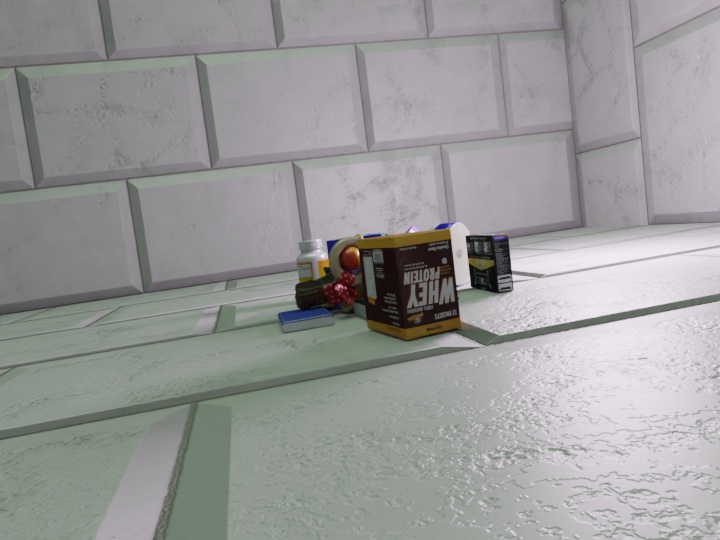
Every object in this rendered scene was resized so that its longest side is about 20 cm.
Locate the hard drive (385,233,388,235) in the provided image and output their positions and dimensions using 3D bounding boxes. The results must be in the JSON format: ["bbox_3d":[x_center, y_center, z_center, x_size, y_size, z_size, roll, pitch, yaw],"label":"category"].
[{"bbox_3d":[0.028,-0.029,1.792,0.200,0.033,0.140,-44,11,3],"label":"hard drive"}]

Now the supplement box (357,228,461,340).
[{"bbox_3d":[0.099,0.024,1.212,0.130,0.204,0.197,-9,5,-22],"label":"supplement box"}]

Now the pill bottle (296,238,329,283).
[{"bbox_3d":[-0.161,-0.002,1.956,0.109,0.204,0.111,-7,5,1],"label":"pill bottle"}]

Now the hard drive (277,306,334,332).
[{"bbox_3d":[-0.147,0.125,1.494,0.129,0.026,0.200,-8,5,-11],"label":"hard drive"}]

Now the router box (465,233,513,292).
[{"bbox_3d":[0.369,-0.026,1.643,0.051,0.161,0.200,-8,5,-10],"label":"router box"}]

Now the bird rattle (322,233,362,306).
[{"bbox_3d":[-0.025,-0.005,1.524,0.198,0.165,0.112,-27,6,-18],"label":"bird rattle"}]

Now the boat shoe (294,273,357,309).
[{"bbox_3d":[-0.091,0.057,1.589,0.197,0.069,0.072,-10,27,-22],"label":"boat shoe"}]

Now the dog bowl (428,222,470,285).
[{"bbox_3d":[0.284,-0.051,1.820,0.078,0.204,0.199,-1,8,38],"label":"dog bowl"}]

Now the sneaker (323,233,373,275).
[{"bbox_3d":[-0.035,-0.046,1.745,0.200,0.084,0.077,-43,-13,-2],"label":"sneaker"}]

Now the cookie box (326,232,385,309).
[{"bbox_3d":[0.000,0.000,1.666,0.168,0.204,0.075,-6,4,10],"label":"cookie box"}]

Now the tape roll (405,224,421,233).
[{"bbox_3d":[0.129,-0.050,1.844,0.201,0.065,0.200,-50,0,0],"label":"tape roll"}]

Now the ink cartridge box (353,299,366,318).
[{"bbox_3d":[0.052,0.096,1.439,0.098,0.040,0.200,-8,5,-15],"label":"ink cartridge box"}]

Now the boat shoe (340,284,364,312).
[{"bbox_3d":[0.041,0.069,1.575,0.198,0.070,0.074,-29,30,1],"label":"boat shoe"}]

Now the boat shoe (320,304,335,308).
[{"bbox_3d":[-0.106,0.075,1.728,0.071,0.073,0.200,-7,4,5],"label":"boat shoe"}]
